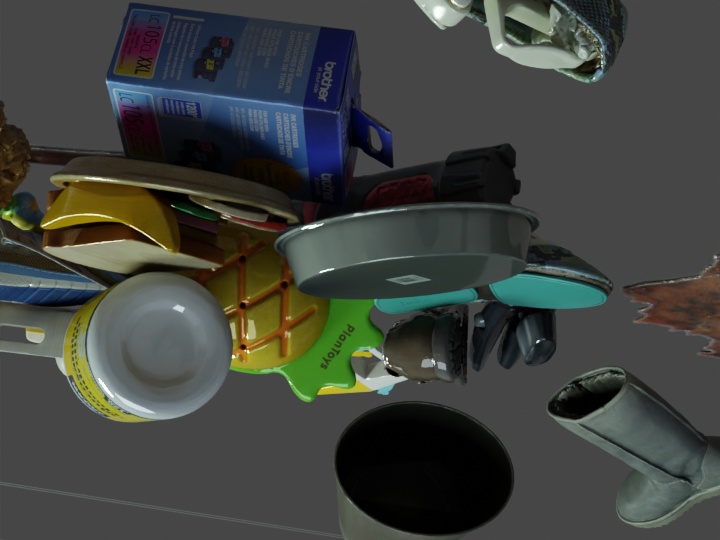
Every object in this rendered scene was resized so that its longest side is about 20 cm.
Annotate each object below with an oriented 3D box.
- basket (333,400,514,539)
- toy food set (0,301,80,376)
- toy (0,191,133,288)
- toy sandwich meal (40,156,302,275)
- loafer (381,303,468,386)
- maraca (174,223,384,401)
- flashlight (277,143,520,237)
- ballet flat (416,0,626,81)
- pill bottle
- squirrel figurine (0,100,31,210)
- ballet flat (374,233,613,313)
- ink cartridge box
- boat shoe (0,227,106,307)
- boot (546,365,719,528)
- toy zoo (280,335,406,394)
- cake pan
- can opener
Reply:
[{"bbox_3d":[0.046,0.229,1.931,0.180,0.136,0.200,9,157,-7],"label":"basket"},{"bbox_3d":[-0.280,0.065,1.747,0.143,0.060,0.200,5,178,12],"label":"toy food set"},{"bbox_3d":[-0.224,-0.026,1.603,0.200,0.115,0.047,26,105,-34],"label":"toy"},{"bbox_3d":[-0.143,-0.033,1.375,0.205,0.070,0.205,9,176,1],"label":"toy sandwich meal"},{"bbox_3d":[0.054,0.060,1.611,0.071,0.073,0.200,1,174,7],"label":"loafer"},{"bbox_3d":[-0.078,0.028,1.586,0.200,0.137,0.107,31,-165,-8],"label":"maraca"},{"bbox_3d":[0.027,-0.049,1.457,0.200,0.068,0.068,-7,-173,40],"label":"flashlight"},{"bbox_3d":[0.081,-0.175,1.186,0.200,0.074,0.074,20,152,-17],"label":"ballet flat"},{"bbox_3d":[-0.175,0.064,1.491,0.112,0.112,0.200,19,169,-14],"label":"pill bottle"},{"bbox_3d":[-0.354,-0.066,1.469,0.200,0.142,0.187,-9,126,-8],"label":"squirrel figurine"},{"bbox_3d":[0.104,-0.006,1.520,0.200,0.074,0.074,-1,151,14],"label":"ballet flat"},{"bbox_3d":[-0.072,-0.117,1.368,0.200,0.076,0.136,7,153,6],"label":"ink cartridge box"},{"bbox_3d":[-0.294,-0.012,1.649,0.200,0.072,0.072,5,162,-33],"label":"boat shoe"},{"bbox_3d":[0.253,0.170,1.797,0.200,0.073,0.182,22,138,-33],"label":"boot"},{"bbox_3d":[-0.037,0.072,1.775,0.131,0.020,0.200,-13,144,39],"label":"toy zoo"},{"bbox_3d":[0.036,-0.011,1.404,0.200,0.037,0.200,-5,170,-1],"label":"cake pan"},{"bbox_3d":[0.124,0.052,1.634,0.063,0.079,0.200,7,163,-8],"label":"can opener"}]
